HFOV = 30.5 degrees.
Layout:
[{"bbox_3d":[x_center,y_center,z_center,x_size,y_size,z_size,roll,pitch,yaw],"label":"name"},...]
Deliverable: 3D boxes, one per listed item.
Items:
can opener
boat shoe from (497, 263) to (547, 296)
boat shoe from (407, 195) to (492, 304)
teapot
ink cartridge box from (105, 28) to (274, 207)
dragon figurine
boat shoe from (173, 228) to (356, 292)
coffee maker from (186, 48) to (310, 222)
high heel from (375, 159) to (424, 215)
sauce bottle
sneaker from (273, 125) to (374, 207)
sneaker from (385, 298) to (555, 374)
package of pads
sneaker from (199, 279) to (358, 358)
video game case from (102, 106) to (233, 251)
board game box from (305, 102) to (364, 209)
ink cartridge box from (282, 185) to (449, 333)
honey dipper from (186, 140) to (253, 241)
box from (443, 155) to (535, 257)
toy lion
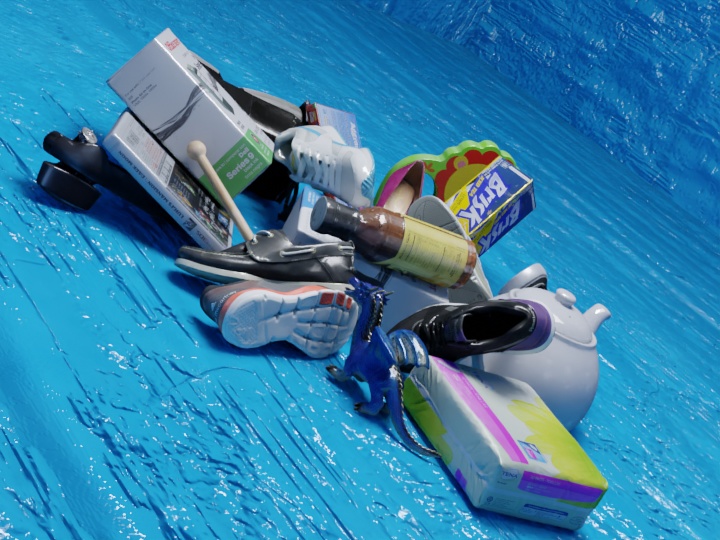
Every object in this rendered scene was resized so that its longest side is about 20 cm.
[{"bbox_3d":[-0.272,-0.098,1.459,0.199,0.079,0.063,24,15,-50],"label":"can opener"},{"bbox_3d":[0.217,0.049,1.697,0.057,0.068,0.200,55,-8,18],"label":"boat shoe"},{"bbox_3d":[0.122,-0.002,1.713,0.203,0.074,0.065,60,9,2],"label":"boat shoe"},{"bbox_3d":[0.206,0.087,1.558,0.196,0.147,0.200,25,19,-11],"label":"teapot"},{"bbox_3d":[-0.200,-0.187,1.590,0.200,0.084,0.146,47,8,-13],"label":"ink cartridge box"},{"bbox_3d":[0.029,0.092,1.337,0.059,0.100,0.200,11,30,-44],"label":"dragon figurine"},{"bbox_3d":[-0.101,-0.011,1.419,0.198,0.068,0.072,6,-7,-14],"label":"boat shoe"},{"bbox_3d":[-0.171,-0.184,1.738,0.198,0.136,0.192,22,20,-21],"label":"coffee maker"},{"bbox_3d":[0.042,-0.060,1.714,0.067,0.096,0.201,23,41,-15],"label":"high heel"},{"bbox_3d":[0.037,-0.035,1.493,0.198,0.066,0.066,20,20,-24],"label":"sauce bottle"},{"bbox_3d":[-0.042,-0.125,1.626,0.080,0.077,0.200,-5,21,-25],"label":"sneaker"},{"bbox_3d":[0.101,0.062,1.411,0.087,0.198,0.077,16,62,-63],"label":"sneaker"},{"bbox_3d":[0.147,0.173,1.355,0.153,0.069,0.200,18,21,-32],"label":"package of pads"},{"bbox_3d":[-0.083,0.036,1.372,0.082,0.078,0.199,31,12,39],"label":"sneaker"},{"bbox_3d":[-0.214,-0.103,1.508,0.182,0.023,0.200,47,8,-14],"label":"video game case"},{"bbox_3d":[-0.020,-0.119,1.766,0.103,0.019,0.202,6,70,-58],"label":"board game box"},{"bbox_3d":[0.000,0.000,1.570,0.199,0.084,0.145,27,21,-10],"label":"ink cartridge box"},{"bbox_3d":[-0.141,-0.063,1.495,0.201,0.038,0.038,58,26,15],"label":"honey dipper"},{"bbox_3d":[0.147,-0.062,1.802,0.070,0.200,0.065,39,-18,32],"label":"box"},{"bbox_3d":[0.129,-0.104,1.889,0.198,0.193,0.069,24,18,-15],"label":"toy lion"}]
